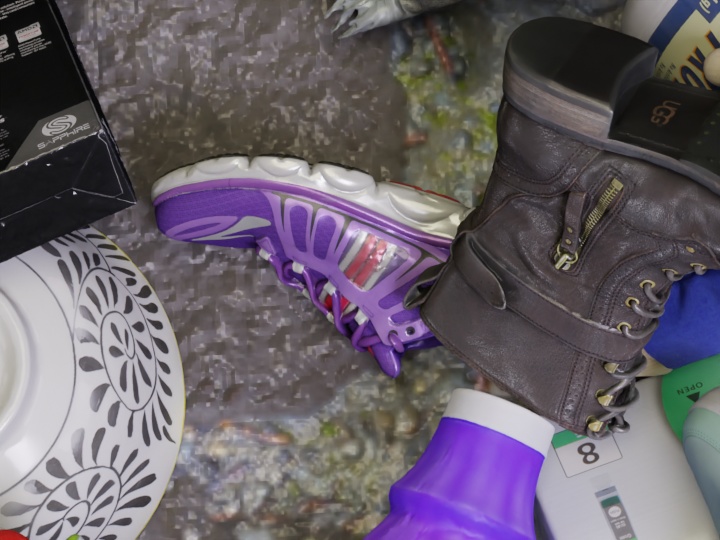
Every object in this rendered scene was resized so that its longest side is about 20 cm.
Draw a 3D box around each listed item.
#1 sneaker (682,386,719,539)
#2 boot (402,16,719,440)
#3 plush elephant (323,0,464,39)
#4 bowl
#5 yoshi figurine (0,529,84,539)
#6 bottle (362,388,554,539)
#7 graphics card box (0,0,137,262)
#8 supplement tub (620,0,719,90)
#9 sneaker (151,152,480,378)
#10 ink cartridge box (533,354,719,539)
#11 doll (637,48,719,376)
[{"bbox_3d":[0.141,0.145,1.116,0.118,0.074,0.201,-18,65,-9],"label":"sneaker"},{"bbox_3d":[0.118,0.003,1.146,0.200,0.174,0.069,31,44,20],"label":"boot"},{"bbox_3d":[0.051,-0.201,1.244,0.200,0.165,0.155,-15,96,33],"label":"plush elephant"},{"bbox_3d":[-0.180,0.051,1.235,0.201,0.094,0.201,0,78,2],"label":"bowl"},{"bbox_3d":[-0.176,0.154,1.147,0.200,0.112,0.112,35,52,21],"label":"yoshi figurine"},{"bbox_3d":[0.025,0.149,1.180,0.065,0.084,0.200,12,75,42],"label":"bottle"},{"bbox_3d":[-0.184,-0.079,1.239,0.125,0.051,0.200,-24,42,-4],"label":"graphics card box"},{"bbox_3d":[0.226,-0.081,1.223,0.145,0.145,0.200,-41,78,-7],"label":"supplement tub"},{"bbox_3d":[0.000,0.000,1.250,0.200,0.081,0.084,16,85,6],"label":"sneaker"},{"bbox_3d":[0.168,0.120,1.184,0.161,0.050,0.200,-19,44,-3],"label":"ink cartridge box"},{"bbox_3d":[0.171,-0.027,1.159,0.048,0.200,0.137,-9,75,-42],"label":"doll"}]
